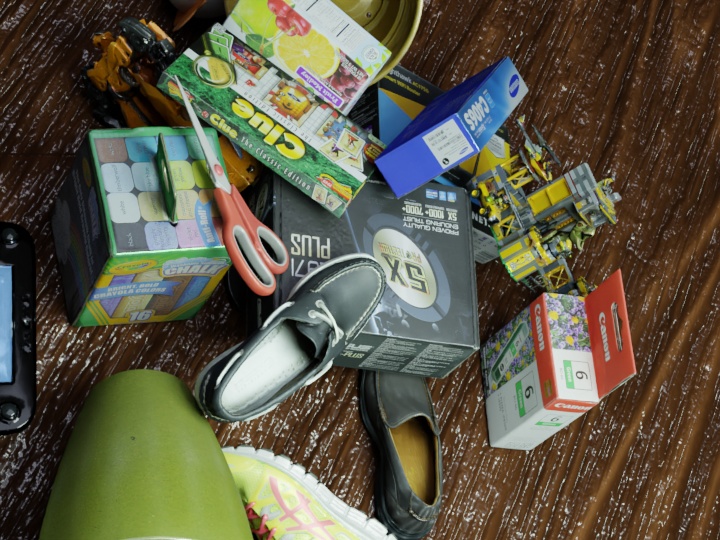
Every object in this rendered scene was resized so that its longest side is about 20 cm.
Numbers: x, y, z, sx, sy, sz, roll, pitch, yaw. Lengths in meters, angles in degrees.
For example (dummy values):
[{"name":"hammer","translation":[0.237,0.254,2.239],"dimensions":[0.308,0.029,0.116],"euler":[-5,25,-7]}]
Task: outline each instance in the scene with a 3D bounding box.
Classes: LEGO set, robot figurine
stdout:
[{"name":"LEGO set","translation":[0.200,-0.046,1.521],"dimensions":[0.200,0.115,0.154],"euler":[43,23,-48]},{"name":"robot figurine","translation":[-0.179,-0.147,1.480],"dimensions":[0.200,0.145,0.058],"euler":[52,50,-3]}]

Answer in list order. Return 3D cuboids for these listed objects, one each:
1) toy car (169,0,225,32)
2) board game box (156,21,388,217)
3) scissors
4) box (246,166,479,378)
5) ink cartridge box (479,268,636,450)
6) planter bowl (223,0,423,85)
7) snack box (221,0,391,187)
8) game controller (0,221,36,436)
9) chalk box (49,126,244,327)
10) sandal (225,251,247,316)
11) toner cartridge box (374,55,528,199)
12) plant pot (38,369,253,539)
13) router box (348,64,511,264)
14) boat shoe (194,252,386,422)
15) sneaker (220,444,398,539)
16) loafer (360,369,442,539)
[{"name":"toy car","translation":[-0.140,-0.328,1.579],"dimensions":[0.184,0.177,0.201],"euler":[24,69,-26]},{"name":"board game box","translation":[-0.076,-0.137,1.415],"dimensions":[0.199,0.023,0.105],"euler":[36,44,-1]},{"name":"scissors","translation":[-0.119,-0.072,1.333],"dimensions":[0.201,0.014,0.073],"euler":[60,32,-6]},{"name":"box","translation":[0.000,0.000,1.447],"dimensions":[0.199,0.086,0.165],"euler":[9,64,-20]},{"name":"ink cartridge box","translation":[0.182,0.085,1.487],"dimensions":[0.050,0.200,0.110],"euler":[7,62,-22]},{"name":"planter bowl","translation":[-0.027,-0.274,1.535],"dimensions":[0.200,0.200,0.083],"euler":[44,20,1]},{"name":"snack box","translation":[-0.080,-0.176,1.495],"dimensions":[0.142,0.200,0.053],"euler":[41,43,-1]},{"name":"game controller","translation":[-0.334,0.048,1.362],"dimensions":[0.104,0.042,0.201],"euler":[5,63,-23]},{"name":"chalk box","translation":[-0.184,-0.047,1.383],"dimensions":[0.123,0.200,0.125],"euler":[-3,67,-27]},{"name":"sandal","translation":[-0.054,-0.037,1.513],"dimensions":[0.200,0.045,0.075],"euler":[-44,97,-20]},{"name":"toner cartridge box","translation":[0.088,-0.137,1.471],"dimensions":[0.043,0.095,0.200],"euler":[58,28,-10]},{"name":"plant pot","translation":[-0.180,0.188,1.297],"dimensions":[0.186,0.188,0.201],"euler":[9,45,-21]},{"name":"router box","translation":[0.072,-0.110,1.585],"dimensions":[0.199,0.051,0.150],"euler":[24,54,-40]},{"name":"boat shoe","translation":[-0.049,0.060,1.322],"dimensions":[0.200,0.060,0.076],"euler":[-44,105,-13]},{"name":"sneaker","translation":[-0.063,0.227,1.378],"dimensions":[0.199,0.078,0.091],"euler":[33,62,-5]},{"name":"loafer","translation":[0.048,0.147,1.471],"dimensions":[0.072,0.072,0.201],"euler":[1,64,-23]}]
